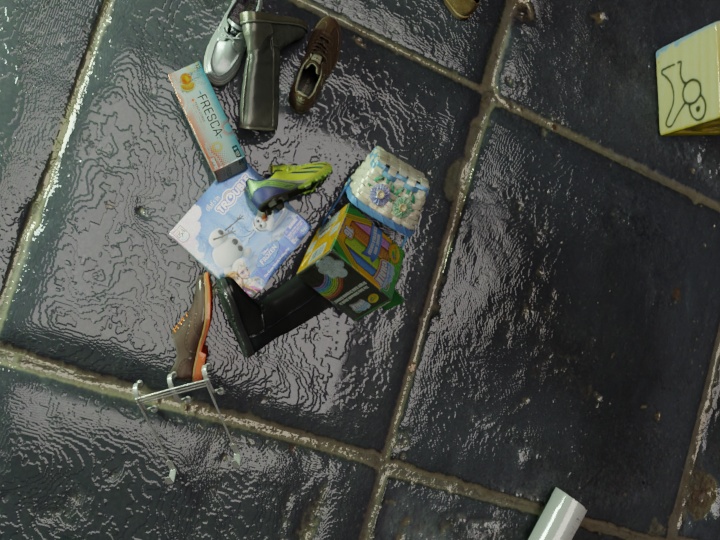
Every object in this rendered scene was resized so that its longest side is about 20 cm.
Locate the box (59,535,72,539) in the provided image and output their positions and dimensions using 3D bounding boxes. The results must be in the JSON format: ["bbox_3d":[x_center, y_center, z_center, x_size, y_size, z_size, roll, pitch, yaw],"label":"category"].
[{"bbox_3d":[-0.488,0.608,1.000,0.197,0.104,0.186,32,83,-14],"label":"box"}]

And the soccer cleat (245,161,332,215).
[{"bbox_3d":[-0.131,-0.178,1.094,0.198,0.065,0.085,-34,84,-38],"label":"soccer cleat"}]

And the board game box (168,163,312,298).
[{"bbox_3d":[-0.227,-0.076,1.103,0.198,0.043,0.202,42,79,-11],"label":"board game box"}]

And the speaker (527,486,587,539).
[{"bbox_3d":[0.418,0.592,1.268,0.080,0.081,0.203,34,82,-13],"label":"speaker"}]

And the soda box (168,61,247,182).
[{"bbox_3d":[-0.279,-0.272,1.056,0.067,0.064,0.205,-25,84,-10],"label":"soda box"}]

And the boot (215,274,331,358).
[{"bbox_3d":[-0.158,0.044,1.078,0.197,0.065,0.169,-29,123,-24],"label":"boot"}]

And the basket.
[{"bbox_3d":[0.033,-0.124,1.138,0.172,0.141,0.203,24,118,-13],"label":"basket"}]

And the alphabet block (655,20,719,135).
[{"bbox_3d":[0.824,-0.433,1.323,0.189,0.195,0.208,-4,92,-13],"label":"alphabet block"}]

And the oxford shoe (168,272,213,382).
[{"bbox_3d":[-0.314,0.104,1.066,0.070,0.071,0.208,8,89,-11],"label":"oxford shoe"}]

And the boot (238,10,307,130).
[{"bbox_3d":[-0.165,-0.374,1.100,0.179,0.071,0.208,-19,110,-48],"label":"boot"}]

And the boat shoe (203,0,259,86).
[{"bbox_3d":[-0.240,-0.451,1.084,0.068,0.071,0.206,24,84,-14],"label":"boat shoe"}]

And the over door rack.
[{"bbox_3d":[-0.315,0.276,1.057,0.143,0.067,0.207,-14,107,2],"label":"over door rack"}]

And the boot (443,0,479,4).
[{"bbox_3d":[0.175,-0.621,1.200,0.198,0.075,0.074,39,82,-11],"label":"boot"}]

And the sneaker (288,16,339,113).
[{"bbox_3d":[-0.081,-0.408,1.127,0.069,0.075,0.206,21,85,-14],"label":"sneaker"}]

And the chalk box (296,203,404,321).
[{"bbox_3d":[0.000,0.000,1.099,0.198,0.124,0.126,39,48,-21],"label":"chalk box"}]
